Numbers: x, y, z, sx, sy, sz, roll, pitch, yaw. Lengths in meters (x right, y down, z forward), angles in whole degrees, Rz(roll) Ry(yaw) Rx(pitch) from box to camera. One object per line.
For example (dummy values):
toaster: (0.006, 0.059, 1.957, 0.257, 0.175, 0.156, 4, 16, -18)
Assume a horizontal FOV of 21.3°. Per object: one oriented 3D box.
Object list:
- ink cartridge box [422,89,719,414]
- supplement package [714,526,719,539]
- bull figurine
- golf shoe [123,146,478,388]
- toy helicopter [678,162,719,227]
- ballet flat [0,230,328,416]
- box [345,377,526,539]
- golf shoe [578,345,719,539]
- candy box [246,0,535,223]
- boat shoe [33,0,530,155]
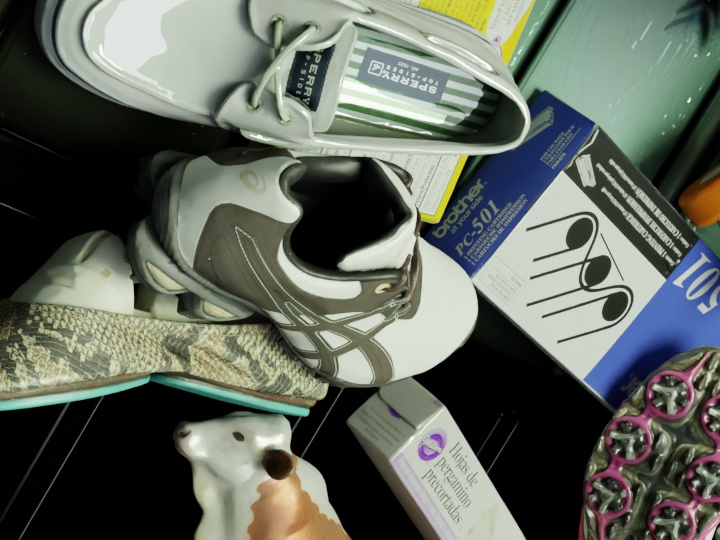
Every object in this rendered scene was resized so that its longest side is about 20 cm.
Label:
ink cartridge box: (0.121, 0.005, 0.947, 0.094, 0.044, 0.200, -50, 135, 0)
supplement package: (0.356, 0.191, 1.135, 0.191, 0.200, 0.147, -38, 133, -14)
bull figurine: (-0.043, 0.150, 0.893, 0.121, 0.065, 0.200, -43, 133, -5)
golf shoe: (0.000, 0.000, 0.781, 0.199, 0.094, 0.078, 16, 68, -48)
toy helicopter: (0.253, -0.062, 0.952, 0.132, 0.079, 0.200, -36, -178, 38)
ballet flat: (-0.089, 0.021, 0.788, 0.199, 0.068, 0.076, 5, 91, -46)
box: (0.054, 0.130, 0.972, 0.039, 0.041, 0.200, -42, 133, -12)
golf shoe: (0.149, 0.122, 0.986, 0.092, 0.072, 0.201, -37, 149, -65)
candy box: (0.029, -0.122, 0.810, 0.102, 0.026, 0.201, 13, 107, -36)
boat shoe: (-0.023, -0.085, 0.740, 0.199, 0.067, 0.074, 3, 111, -25)
